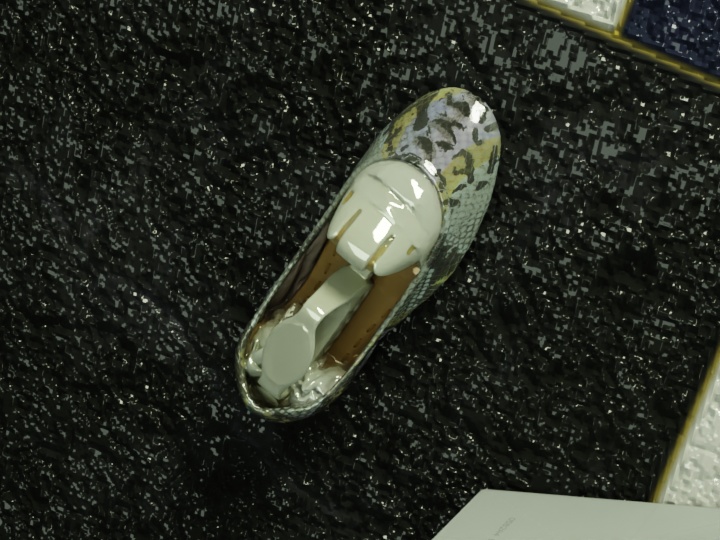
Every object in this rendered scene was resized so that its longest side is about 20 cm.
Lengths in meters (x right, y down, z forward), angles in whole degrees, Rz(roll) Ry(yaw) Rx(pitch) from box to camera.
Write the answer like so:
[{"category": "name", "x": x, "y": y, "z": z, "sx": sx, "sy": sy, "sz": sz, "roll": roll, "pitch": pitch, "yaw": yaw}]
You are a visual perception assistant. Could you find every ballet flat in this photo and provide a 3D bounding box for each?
[{"category": "ballet flat", "x": 0.000, "y": 0.000, "z": 1.031, "sx": 0.072, "sy": 0.072, "sz": 0.200, "roll": 39, "pitch": 115, "yaw": 10}]

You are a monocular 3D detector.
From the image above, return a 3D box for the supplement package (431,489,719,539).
[{"category": "supplement package", "x": 0.106, "y": 0.226, "z": 0.996, "sx": 0.150, "sy": 0.152, "sz": 0.200, "roll": 3, "pitch": 105, "yaw": 22}]
